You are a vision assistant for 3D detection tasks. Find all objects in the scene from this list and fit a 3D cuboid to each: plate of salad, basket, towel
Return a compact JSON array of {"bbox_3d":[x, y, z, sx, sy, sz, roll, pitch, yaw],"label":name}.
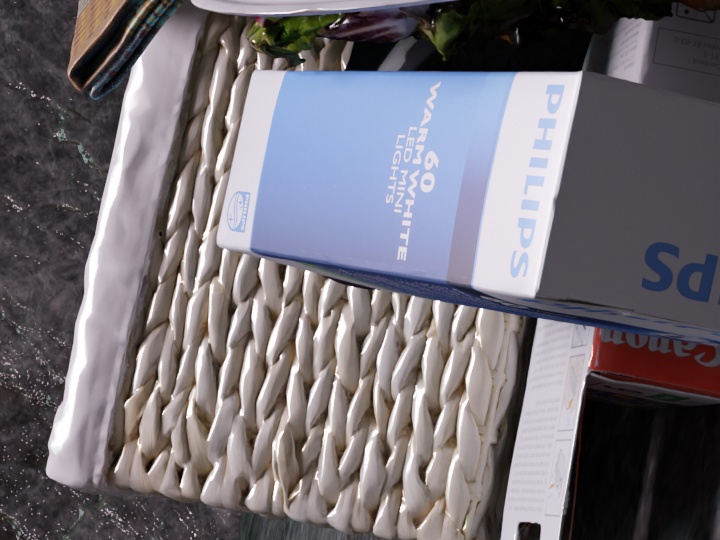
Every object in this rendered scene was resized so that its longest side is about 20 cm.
[{"bbox_3d":[0.053,-0.086,0.737,0.200,0.200,0.048,-100,-1,-76],"label":"plate of salad"},{"bbox_3d":[0.000,0.000,1.000,0.198,0.161,0.200,22,-102,-77],"label":"basket"},{"bbox_3d":[-0.026,-0.150,0.863,0.200,0.022,0.147,-49,15,13],"label":"towel"}]

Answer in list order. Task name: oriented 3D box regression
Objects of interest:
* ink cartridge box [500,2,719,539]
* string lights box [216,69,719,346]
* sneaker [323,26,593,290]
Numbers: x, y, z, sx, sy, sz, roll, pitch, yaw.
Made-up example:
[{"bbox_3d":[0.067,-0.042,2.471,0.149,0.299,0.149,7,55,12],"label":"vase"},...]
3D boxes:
[{"bbox_3d":[0.091,0.007,0.849,0.109,0.050,0.200,147,133,-82],"label":"ink cartridge box"},{"bbox_3d":[0.048,-0.017,0.734,0.200,0.103,0.059,8,87,64],"label":"string lights box"},{"bbox_3d":[0.032,-0.085,0.882,0.083,0.072,0.200,19,77,54],"label":"sneaker"}]
